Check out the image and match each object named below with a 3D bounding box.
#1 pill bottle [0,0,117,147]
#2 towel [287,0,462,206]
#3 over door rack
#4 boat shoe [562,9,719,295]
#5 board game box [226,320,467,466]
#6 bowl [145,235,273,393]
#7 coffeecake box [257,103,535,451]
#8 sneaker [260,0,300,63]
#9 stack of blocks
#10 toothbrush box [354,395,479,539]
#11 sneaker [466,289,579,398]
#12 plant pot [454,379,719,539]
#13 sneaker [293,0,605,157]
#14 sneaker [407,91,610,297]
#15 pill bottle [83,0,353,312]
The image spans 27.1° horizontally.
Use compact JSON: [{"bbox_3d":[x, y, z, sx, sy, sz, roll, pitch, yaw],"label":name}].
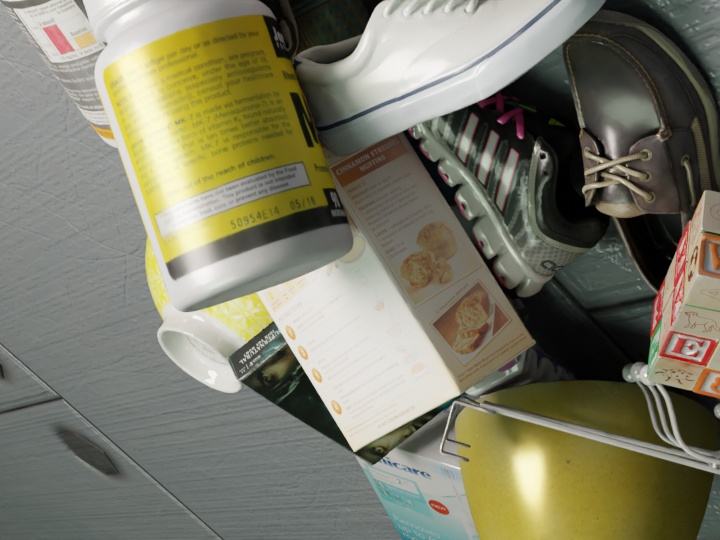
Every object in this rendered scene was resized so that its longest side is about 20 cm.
[{"bbox_3d":[-0.177,-0.189,1.007,0.116,0.117,0.200,8,143,41],"label":"pill bottle"},{"bbox_3d":[-0.020,-0.121,0.993,0.146,0.022,0.201,-11,112,54],"label":"towel"},{"bbox_3d":[0.152,0.091,0.960,0.198,0.067,0.148,3,176,6],"label":"over door rack"},{"bbox_3d":[0.169,-0.061,0.869,0.074,0.074,0.200,3,139,45],"label":"boat shoe"},{"bbox_3d":[0.006,0.073,1.150,0.200,0.135,0.028,39,-164,-49],"label":"board game box"},{"bbox_3d":[-0.098,0.030,1.173,0.199,0.108,0.201,26,152,15],"label":"bowl"},{"bbox_3d":[0.000,0.000,0.977,0.201,0.073,0.153,58,148,3],"label":"coffeecake box"},{"bbox_3d":[-0.077,-0.133,0.967,0.075,0.070,0.201,32,141,34],"label":"sneaker"},{"bbox_3d":[0.274,0.031,0.844,0.198,0.059,0.115,13,145,2],"label":"stack of blocks"},{"bbox_3d":[0.091,0.188,1.337,0.146,0.085,0.201,14,145,34],"label":"toothbrush box"},{"bbox_3d":[0.108,0.060,1.135,0.080,0.089,0.200,-27,145,20],"label":"sneaker"},{"bbox_3d":[0.166,0.184,1.102,0.198,0.143,0.200,4,153,2],"label":"plant pot"},{"bbox_3d":[0.041,-0.129,0.835,0.199,0.073,0.071,-24,109,32],"label":"sneaker"},{"bbox_3d":[0.091,-0.084,0.926,0.087,0.074,0.201,-25,103,27],"label":"sneaker"},{"bbox_3d":[-0.087,-0.087,0.864,0.114,0.114,0.201,-25,84,59],"label":"pill bottle"}]
